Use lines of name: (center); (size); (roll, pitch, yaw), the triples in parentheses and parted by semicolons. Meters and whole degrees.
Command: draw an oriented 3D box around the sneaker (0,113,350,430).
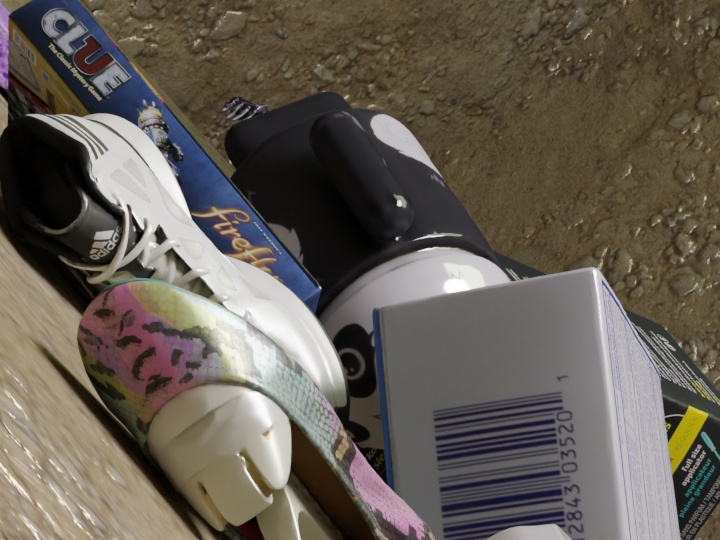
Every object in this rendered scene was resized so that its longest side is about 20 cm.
sneaker: (-0.094, 0.011, 1.163); (0.201, 0.076, 0.115); (49, 14, 15)

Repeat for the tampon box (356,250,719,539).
tampon box: (0.090, 0.091, 1.503); (0.199, 0.150, 0.126); (23, 18, -33)

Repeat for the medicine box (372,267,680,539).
medicine box: (0.083, 0.117, 1.178); (0.200, 0.102, 0.183); (49, 34, -69)

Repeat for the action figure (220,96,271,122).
action figure: (-0.066, -0.017, 1.860); (0.118, 0.102, 0.201); (16, -63, 38)

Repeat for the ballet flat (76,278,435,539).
ballet flat: (-0.033, 0.083, 1.007); (0.200, 0.069, 0.071); (49, 20, -33)

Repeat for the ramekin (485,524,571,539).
ramekin: (0.075, 0.176, 0.864); (0.200, 0.105, 0.200); (50, 1, -1)

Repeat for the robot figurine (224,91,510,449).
robot figurine: (-0.001, 0.000, 1.358); (0.150, 0.125, 0.200); (27, 24, -50)

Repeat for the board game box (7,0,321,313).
board game box: (-0.100, -0.028, 1.296); (0.200, 0.035, 0.136); (50, -22, 15)

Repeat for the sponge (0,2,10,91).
sponge: (-0.213, -0.129, 1.642); (0.200, 0.030, 0.112); (50, 1, 1)
